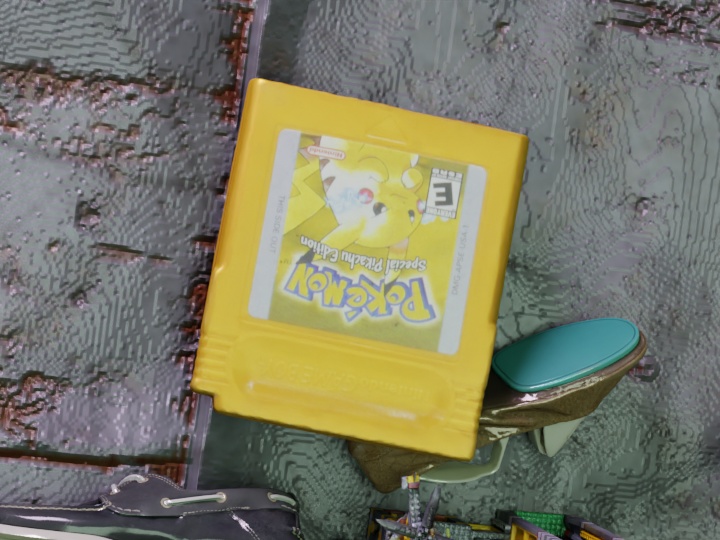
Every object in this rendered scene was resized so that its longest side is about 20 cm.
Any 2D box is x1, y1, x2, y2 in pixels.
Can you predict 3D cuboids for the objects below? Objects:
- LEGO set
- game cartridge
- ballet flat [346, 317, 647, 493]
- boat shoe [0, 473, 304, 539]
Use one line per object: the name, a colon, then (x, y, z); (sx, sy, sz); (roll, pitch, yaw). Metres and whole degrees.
LEGO set: (0.082, 0.213, 1.383); (0.199, 0.116, 0.155); (15, 90, -18)
game cartridge: (0.000, 0.000, 1.353); (0.175, 0.032, 0.201); (11, 81, -6)
ballet flat: (0.087, 0.091, 1.408); (0.199, 0.068, 0.073); (-19, 120, -15)
boat shoe: (-0.131, 0.156, 1.351); (0.199, 0.072, 0.068); (5, 57, -11)
